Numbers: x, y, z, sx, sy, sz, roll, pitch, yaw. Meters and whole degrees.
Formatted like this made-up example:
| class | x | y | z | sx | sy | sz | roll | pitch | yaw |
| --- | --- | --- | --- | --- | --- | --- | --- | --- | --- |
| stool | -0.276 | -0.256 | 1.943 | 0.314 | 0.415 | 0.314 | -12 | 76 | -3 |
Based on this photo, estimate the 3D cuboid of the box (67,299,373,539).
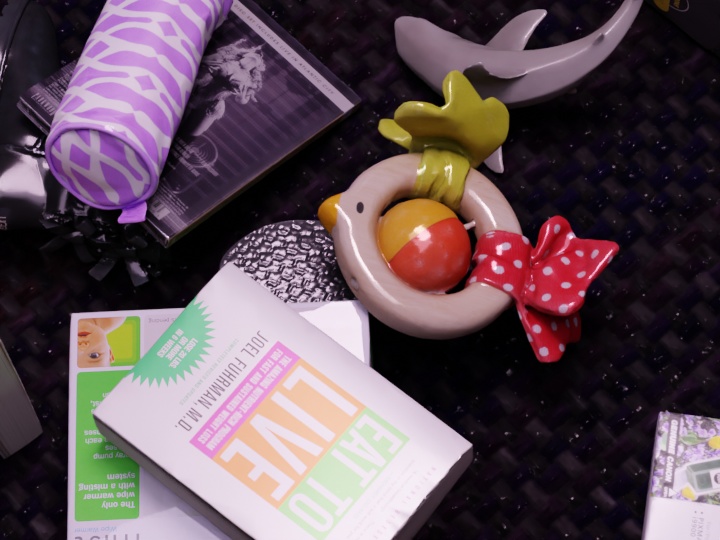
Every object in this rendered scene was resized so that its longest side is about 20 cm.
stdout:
| class | x | y | z | sx | sy | sz | roll | pitch | yaw |
| --- | --- | --- | --- | --- | --- | --- | --- | --- | --- |
| box | -0.088 | 0.122 | 1.479 | 0.198 | 0.097 | 0.178 | -2 | 67 | 2 |

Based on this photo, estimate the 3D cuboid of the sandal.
| class | x | y | z | sx | sy | sz | roll | pitch | yaw |
| --- | --- | --- | --- | --- | --- | --- | --- | --- | --- |
| sandal | 0.001 | 0.001 | 1.549 | 0.198 | 0.048 | 0.076 | -9 | 68 | -13 |

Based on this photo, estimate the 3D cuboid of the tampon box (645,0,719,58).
| class | x | y | z | sx | sy | sz | roll | pitch | yaw |
| --- | --- | --- | --- | --- | --- | --- | --- | --- | --- |
| tampon box | 0.297 | -0.259 | 1.564 | 0.126 | 0.150 | 0.200 | 39 | 76 | 15 |

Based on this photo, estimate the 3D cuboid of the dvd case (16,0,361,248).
| class | x | y | z | sx | sy | sz | roll | pitch | yaw |
| --- | --- | --- | --- | --- | --- | --- | --- | --- | --- |
| dvd case | -0.116 | -0.116 | 1.567 | 0.149 | 0.016 | 0.200 | 42 | 54 | 14 |

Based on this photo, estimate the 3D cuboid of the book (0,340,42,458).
| class | x | y | z | sx | sy | sz | roll | pitch | yaw |
| --- | --- | --- | --- | --- | --- | --- | --- | --- | --- |
| book | -0.271 | 0.033 | 1.466 | 0.048 | 0.200 | 0.134 | -35 | 71 | -9 |

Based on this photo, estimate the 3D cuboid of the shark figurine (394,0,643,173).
| class | x | y | z | sx | sy | sz | roll | pitch | yaw |
| --- | --- | --- | --- | --- | --- | --- | --- | --- | --- |
| shark figurine | 0.114 | -0.149 | 1.538 | 0.213 | 0.089 | 0.129 | -18 | 75 | 28 |

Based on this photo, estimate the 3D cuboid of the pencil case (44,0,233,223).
| class | x | y | z | sx | sy | sz | roll | pitch | yaw |
| --- | --- | --- | --- | --- | --- | --- | --- | --- | --- |
| pencil case | -0.145 | -0.133 | 1.513 | 0.083 | 0.086 | 0.201 | -2 | 46 | 27 |

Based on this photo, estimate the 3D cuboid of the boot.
| class | x | y | z | sx | sy | sz | roll | pitch | yaw |
| --- | --- | --- | --- | --- | --- | --- | --- | --- | --- |
| boot | -0.189 | -0.093 | 1.577 | 0.161 | 0.074 | 0.200 | 10 | 61 | 0 |

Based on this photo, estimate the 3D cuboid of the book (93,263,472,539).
| class | x | y | z | sx | sy | sz | roll | pitch | yaw |
| --- | --- | --- | --- | --- | --- | --- | --- | --- | --- |
| book | -0.048 | 0.104 | 1.404 | 0.199 | 0.048 | 0.134 | 35 | 72 | 18 |

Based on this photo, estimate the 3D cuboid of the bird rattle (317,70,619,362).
| class | x | y | z | sx | sy | sz | roll | pitch | yaw |
| --- | --- | --- | --- | --- | --- | --- | --- | --- | --- |
| bird rattle | 0.061 | -0.016 | 1.492 | 0.162 | 0.113 | 0.201 | -27 | 84 | -25 |

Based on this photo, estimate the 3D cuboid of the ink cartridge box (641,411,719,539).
| class | x | y | z | sx | sy | sz | roll | pitch | yaw |
| --- | --- | --- | --- | --- | --- | --- | --- | --- | --- |
| ink cartridge box | 0.284 | 0.161 | 1.462 | 0.198 | 0.050 | 0.110 | 7 | 70 | 7 |
